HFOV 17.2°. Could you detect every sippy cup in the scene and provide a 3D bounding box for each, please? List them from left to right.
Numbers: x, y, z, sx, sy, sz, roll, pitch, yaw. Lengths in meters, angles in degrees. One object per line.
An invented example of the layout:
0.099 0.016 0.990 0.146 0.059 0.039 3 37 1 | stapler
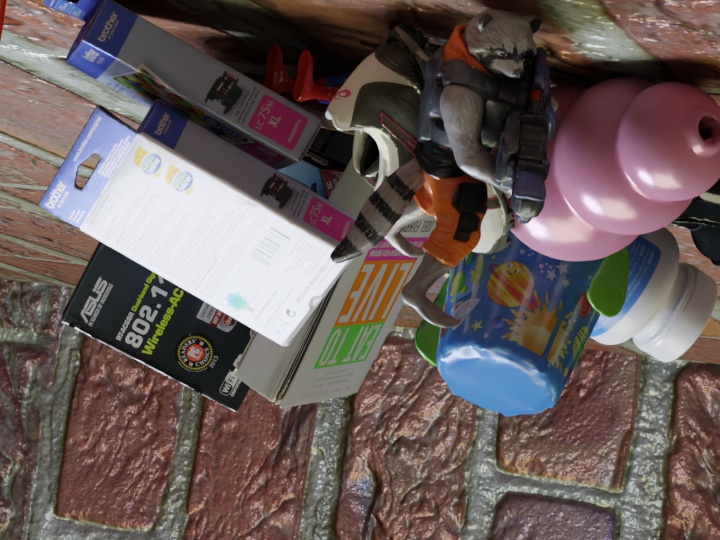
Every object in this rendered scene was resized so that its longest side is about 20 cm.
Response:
0.118 0.032 1.785 0.139 0.131 0.178 18 149 3 | sippy cup

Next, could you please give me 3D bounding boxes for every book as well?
0.000 0.000 1.741 0.048 0.201 0.133 34 -163 25 | book

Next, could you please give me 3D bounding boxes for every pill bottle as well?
0.193 -0.008 1.965 0.199 0.113 0.112 32 168 -14 | pill bottle

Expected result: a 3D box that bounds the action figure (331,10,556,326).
0.060 -0.068 1.454 0.104 0.194 0.200 19 -159 -5 | action figure

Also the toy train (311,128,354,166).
-0.032 -0.091 1.874 0.114 0.086 0.200 30 177 -38 | toy train

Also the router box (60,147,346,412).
-0.111 -0.018 1.756 0.149 0.201 0.062 27 -168 -7 | router box

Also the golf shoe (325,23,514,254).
0.039 -0.074 1.594 0.077 0.088 0.200 44 167 46 | golf shoe

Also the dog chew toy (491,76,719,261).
0.175 -0.076 1.619 0.124 0.125 0.200 12 165 -28 | dog chew toy

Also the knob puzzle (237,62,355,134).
-0.026 -0.129 1.743 0.218 0.031 0.220 15 -171 -2 | knob puzzle

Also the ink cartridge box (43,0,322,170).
-0.130 -0.131 1.624 0.199 0.042 0.119 31 171 -10 | ink cartridge box

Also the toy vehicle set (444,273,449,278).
0.119 -0.038 1.828 0.124 0.027 0.200 30 149 -15 | toy vehicle set

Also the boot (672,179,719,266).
0.238 -0.059 1.875 0.161 0.074 0.198 7 167 -3 | boot

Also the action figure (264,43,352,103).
0.032 -0.128 1.648 0.199 0.052 0.065 9 180 -36 | action figure

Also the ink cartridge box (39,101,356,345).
-0.108 -0.038 1.619 0.199 0.042 0.119 28 138 -10 | ink cartridge box

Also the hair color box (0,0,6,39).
-0.287 -0.192 1.444 0.101 0.062 0.200 8 175 7 | hair color box
